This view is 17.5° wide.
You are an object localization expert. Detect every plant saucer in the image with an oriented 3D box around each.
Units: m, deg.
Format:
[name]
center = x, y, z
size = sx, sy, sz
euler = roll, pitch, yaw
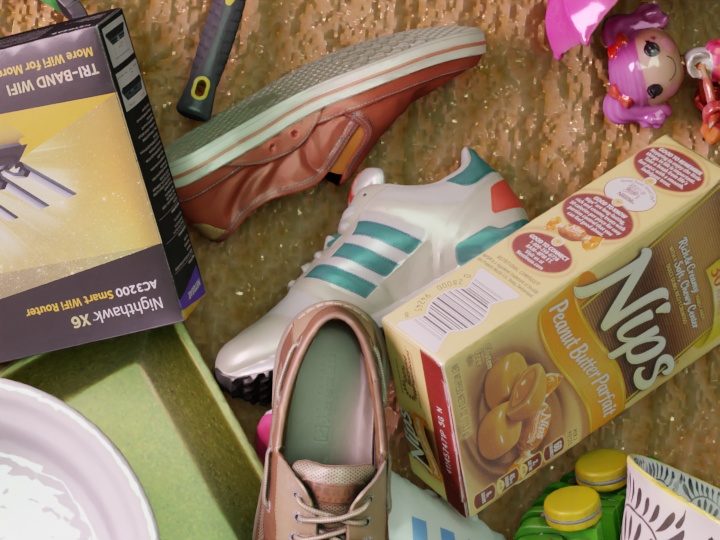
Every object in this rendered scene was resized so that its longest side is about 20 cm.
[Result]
[plant saucer]
center = -0.145, 0.143, 1.234
size = 0.199, 0.048, 0.200
euler = -29, 85, -11

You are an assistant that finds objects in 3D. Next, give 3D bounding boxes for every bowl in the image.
[bowl]
center = 0.207, 0.183, 1.211
size = 0.200, 0.201, 0.094
euler = 27, 93, -2

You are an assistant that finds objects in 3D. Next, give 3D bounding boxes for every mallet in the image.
[mallet]
center = -0.073, -0.182, 1.301
size = 0.066, 0.041, 0.200
euler = 25, 76, -1

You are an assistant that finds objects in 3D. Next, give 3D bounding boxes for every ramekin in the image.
[ramekin]
center = -0.198, 0.157, 1.150
size = 0.200, 0.098, 0.201
euler = 1, 79, -7

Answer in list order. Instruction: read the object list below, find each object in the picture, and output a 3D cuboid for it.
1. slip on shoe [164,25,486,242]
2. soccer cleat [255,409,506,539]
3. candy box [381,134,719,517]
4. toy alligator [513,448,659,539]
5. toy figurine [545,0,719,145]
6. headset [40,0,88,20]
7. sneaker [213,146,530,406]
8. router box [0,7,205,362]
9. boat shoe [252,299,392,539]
[slip on shoe]
center = -0.017, -0.080, 1.285
size = 0.200, 0.074, 0.061
euler = -30, 108, -12
[soccer cleat]
center = 0.025, 0.145, 1.255
size = 0.086, 0.070, 0.200
euler = -36, 84, -34
[candy box]
center = 0.111, 0.028, 1.235
size = 0.200, 0.116, 0.055
euler = -32, 46, -21
[toy alligator]
center = 0.102, 0.149, 1.231
size = 0.054, 0.200, 0.059
euler = 3, 116, 30
[toy figurine]
center = 0.196, -0.135, 1.308
size = 0.184, 0.150, 0.201
euler = -4, 105, 5
[headset]
center = -0.177, -0.075, 1.268
size = 0.123, 0.094, 0.200
euler = -38, 72, -6
[sneaker]
center = 0.000, 0.000, 1.276
size = 0.199, 0.070, 0.094
euler = -25, 71, -11
[router box]
center = -0.197, -0.033, 1.195
size = 0.200, 0.052, 0.158
euler = -13, 104, 13
[boat shoe]
center = -0.019, 0.113, 1.176
size = 0.076, 0.072, 0.201
euler = -2, 83, -2
